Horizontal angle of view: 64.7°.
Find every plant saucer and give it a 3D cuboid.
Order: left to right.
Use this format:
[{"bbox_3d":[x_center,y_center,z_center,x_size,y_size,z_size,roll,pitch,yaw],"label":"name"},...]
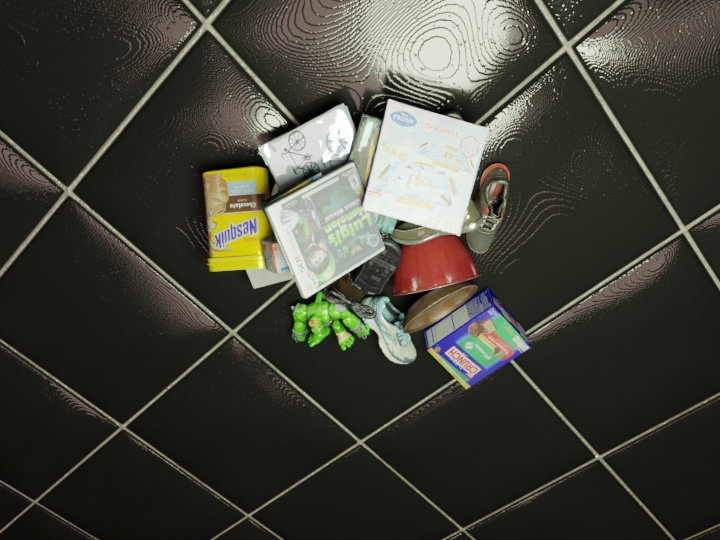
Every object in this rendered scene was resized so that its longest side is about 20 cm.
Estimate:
[{"bbox_3d":[0.174,0.076,1.299,0.199,0.199,0.037,-38,71,21],"label":"plant saucer"}]

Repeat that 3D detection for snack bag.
[{"bbox_3d":[-0.080,-0.200,1.132,0.195,0.022,0.192,-24,111,7],"label":"snack bag"}]

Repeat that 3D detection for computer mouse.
[{"bbox_3d":[0.000,0.000,1.224,0.137,0.046,0.204,20,119,-5],"label":"computer mouse"}]

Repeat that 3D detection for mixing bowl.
[{"bbox_3d":[0.153,-0.022,1.230,0.194,0.200,0.112,-12,90,9],"label":"mixing bowl"}]

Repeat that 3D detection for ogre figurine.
[{"bbox_3d":[-0.088,0.122,1.362,0.196,0.099,0.122,10,141,36],"label":"ogre figurine"}]

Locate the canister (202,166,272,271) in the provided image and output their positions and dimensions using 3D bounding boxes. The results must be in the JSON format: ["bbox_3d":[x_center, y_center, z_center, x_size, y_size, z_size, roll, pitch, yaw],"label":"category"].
[{"bbox_3d":[-0.254,-0.107,1.192,0.144,0.086,0.207,-4,94,11],"label":"canister"}]

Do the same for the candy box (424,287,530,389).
[{"bbox_3d":[0.281,0.169,1.380,0.198,0.078,0.169,-37,116,23],"label":"candy box"}]

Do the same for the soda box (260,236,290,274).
[{"bbox_3d":[-0.102,-0.052,1.167,0.196,0.068,0.066,-17,108,-29],"label":"soda box"}]

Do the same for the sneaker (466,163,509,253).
[{"bbox_3d":[0.269,-0.120,1.209,0.074,0.083,0.205,5,120,-1],"label":"sneaker"}]

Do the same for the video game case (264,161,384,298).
[{"bbox_3d":[-0.061,-0.077,1.073,0.197,0.023,0.186,-31,111,-24],"label":"video game case"}]

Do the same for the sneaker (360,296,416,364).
[{"bbox_3d":[0.081,0.144,1.353,0.085,0.078,0.201,-19,117,42],"label":"sneaker"}]

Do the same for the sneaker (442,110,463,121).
[{"bbox_3d":[0.134,-0.234,1.146,0.071,0.080,0.200,40,111,-10],"label":"sneaker"}]

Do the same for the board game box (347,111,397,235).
[{"bbox_3d":[0.034,-0.187,1.111,0.132,0.028,0.205,19,110,-4],"label":"board game box"}]

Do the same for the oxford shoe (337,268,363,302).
[{"bbox_3d":[-0.017,0.012,1.298,0.070,0.085,0.205,6,122,-3],"label":"oxford shoe"}]

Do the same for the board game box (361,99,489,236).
[{"bbox_3d":[0.118,-0.190,1.062,0.194,0.041,0.205,15,101,-4],"label":"board game box"}]

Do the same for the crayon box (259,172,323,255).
[{"bbox_3d":[-0.094,-0.068,1.099,0.124,0.051,0.204,-33,112,-23],"label":"crayon box"}]

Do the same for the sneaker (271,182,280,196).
[{"bbox_3d":[-0.094,-0.196,1.183,0.114,0.076,0.200,39,111,-16],"label":"sneaker"}]

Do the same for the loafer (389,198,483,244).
[{"bbox_3d":[0.148,-0.108,1.153,0.194,0.076,0.071,-12,117,19],"label":"loafer"}]

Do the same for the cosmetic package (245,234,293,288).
[{"bbox_3d":[-0.163,-0.041,1.278,0.194,0.072,0.104,-14,117,10],"label":"cosmetic package"}]
